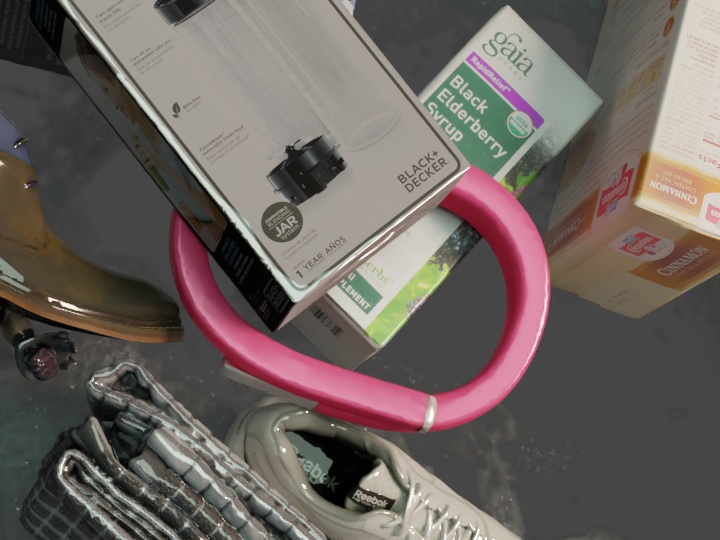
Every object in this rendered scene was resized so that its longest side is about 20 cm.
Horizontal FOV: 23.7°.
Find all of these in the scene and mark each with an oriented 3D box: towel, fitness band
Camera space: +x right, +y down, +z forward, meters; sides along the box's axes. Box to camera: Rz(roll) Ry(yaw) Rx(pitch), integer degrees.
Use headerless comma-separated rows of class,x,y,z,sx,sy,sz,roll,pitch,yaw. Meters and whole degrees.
towel,-0.074,0.142,0.823,0.200,0.166,0.086,43,75,-1
fitness band,0.000,0.000,0.862,0.198,0.037,0.145,19,73,-9

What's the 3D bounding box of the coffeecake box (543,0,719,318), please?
coffeecake box,0.176,-0.093,0.958,0.072,0.154,0.202,20,72,-9

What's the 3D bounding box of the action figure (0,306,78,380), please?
action figure,-0.208,0.060,0.859,0.128,0.069,0.203,5,71,-9

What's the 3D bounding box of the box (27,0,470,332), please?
box,-0.055,-0.087,0.825,0.116,0.060,0.201,-38,86,-20

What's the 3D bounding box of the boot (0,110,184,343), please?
boot,-0.163,-0.029,0.819,0.198,0.074,0.098,19,84,-29

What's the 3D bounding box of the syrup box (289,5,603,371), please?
syrup box,0.036,-0.045,0.945,0.079,0.081,0.200,44,71,-1

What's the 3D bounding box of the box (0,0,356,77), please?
box,-0.102,-0.180,0.929,0.198,0.107,0.150,13,72,-13

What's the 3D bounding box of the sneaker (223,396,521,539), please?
sneaker,0.020,0.132,0.896,0.199,0.081,0.076,32,68,-7
